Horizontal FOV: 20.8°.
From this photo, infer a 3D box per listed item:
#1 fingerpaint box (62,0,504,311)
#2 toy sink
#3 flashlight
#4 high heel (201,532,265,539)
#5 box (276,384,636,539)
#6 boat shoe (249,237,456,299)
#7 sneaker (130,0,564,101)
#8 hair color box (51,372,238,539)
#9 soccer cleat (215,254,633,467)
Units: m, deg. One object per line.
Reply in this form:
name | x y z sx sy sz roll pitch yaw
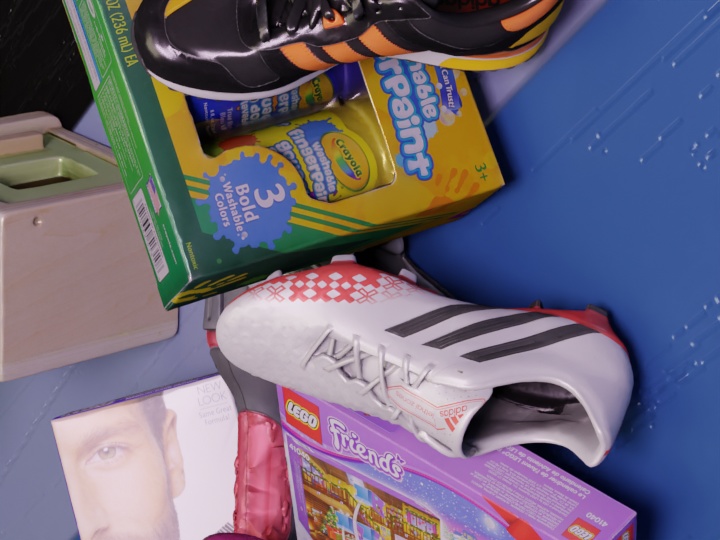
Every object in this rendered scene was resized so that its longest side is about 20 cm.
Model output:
fingerpaint box | -0.044 -0.104 0.949 0.073 0.165 0.202 144 108 -69
toy sink | -0.221 -0.027 1.213 0.199 0.130 0.113 24 118 44
flashlight | -0.057 0.104 1.074 0.068 0.067 0.202 152 122 -82
high heel | -0.008 0.209 1.019 0.096 0.067 0.201 15 147 53
box | 0.046 0.131 0.968 0.199 0.039 0.138 29 141 33
boat shoe | 0.000 0.000 1.022 0.200 0.072 0.071 42 122 20
sneaker | -0.003 -0.125 0.872 0.090 0.198 0.071 123 140 -75
hair color box | -0.101 0.168 1.138 0.065 0.108 0.202 38 -142 -88
soccer cleat | 0.028 0.047 0.909 0.198 0.086 0.069 8 129 3
